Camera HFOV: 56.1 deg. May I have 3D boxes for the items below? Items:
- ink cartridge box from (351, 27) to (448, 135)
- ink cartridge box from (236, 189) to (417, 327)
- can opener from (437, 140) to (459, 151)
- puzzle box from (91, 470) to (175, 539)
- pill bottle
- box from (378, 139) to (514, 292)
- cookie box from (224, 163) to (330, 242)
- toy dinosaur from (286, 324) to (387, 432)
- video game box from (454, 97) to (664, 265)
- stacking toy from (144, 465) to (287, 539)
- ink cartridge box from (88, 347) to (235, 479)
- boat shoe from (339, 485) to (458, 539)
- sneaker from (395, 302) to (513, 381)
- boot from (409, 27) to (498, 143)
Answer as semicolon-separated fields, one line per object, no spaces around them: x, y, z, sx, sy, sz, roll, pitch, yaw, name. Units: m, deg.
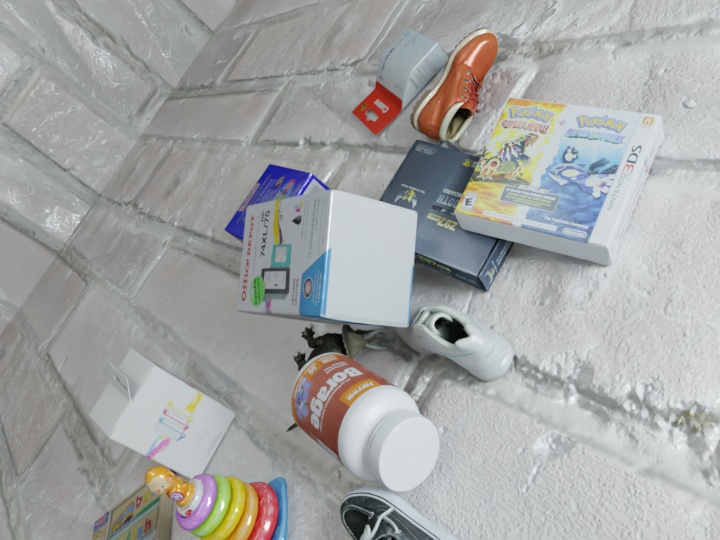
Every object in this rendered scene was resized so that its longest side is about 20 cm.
0.063;-0.375;1.326;0.200;0.047;0.161;-45;34;7;ink cartridge box
-0.047;-0.009;0.879;0.198;0.144;0.151;-3;80;50;ink cartridge box
0.083;-0.117;1.072;0.199;0.053;0.068;-38;67;19;can opener
-0.384;0.434;1.125;0.199;0.025;0.134;-40;34;19;puzzle box
0.003;0.180;0.816;0.113;0.112;0.199;-57;33;-9;pill bottle
0.121;-0.080;0.918;0.198;0.051;0.160;25;78;36;box
-0.161;-0.114;1.327;0.173;0.075;0.199;-56;34;-7;cookie box
-0.058;0.141;0.961;0.201;0.077;0.102;-51;22;-6;toy dinosaur
0.238;-0.116;0.818;0.197;0.047;0.185;17;68;34;video game box
-0.191;0.298;0.859;0.115;0.199;0.111;-33;37;23;stacking toy
-0.331;0.227;1.096;0.127;0.199;0.127;10;65;53;ink cartridge box
0.029;0.289;0.705;0.198;0.067;0.075;18;109;50;boat shoe
0.099;0.069;0.835;0.199;0.080;0.071;16;72;56;sneaker
0.174;-0.297;1.104;0.202;0.074;0.107;-55;35;10;boot
